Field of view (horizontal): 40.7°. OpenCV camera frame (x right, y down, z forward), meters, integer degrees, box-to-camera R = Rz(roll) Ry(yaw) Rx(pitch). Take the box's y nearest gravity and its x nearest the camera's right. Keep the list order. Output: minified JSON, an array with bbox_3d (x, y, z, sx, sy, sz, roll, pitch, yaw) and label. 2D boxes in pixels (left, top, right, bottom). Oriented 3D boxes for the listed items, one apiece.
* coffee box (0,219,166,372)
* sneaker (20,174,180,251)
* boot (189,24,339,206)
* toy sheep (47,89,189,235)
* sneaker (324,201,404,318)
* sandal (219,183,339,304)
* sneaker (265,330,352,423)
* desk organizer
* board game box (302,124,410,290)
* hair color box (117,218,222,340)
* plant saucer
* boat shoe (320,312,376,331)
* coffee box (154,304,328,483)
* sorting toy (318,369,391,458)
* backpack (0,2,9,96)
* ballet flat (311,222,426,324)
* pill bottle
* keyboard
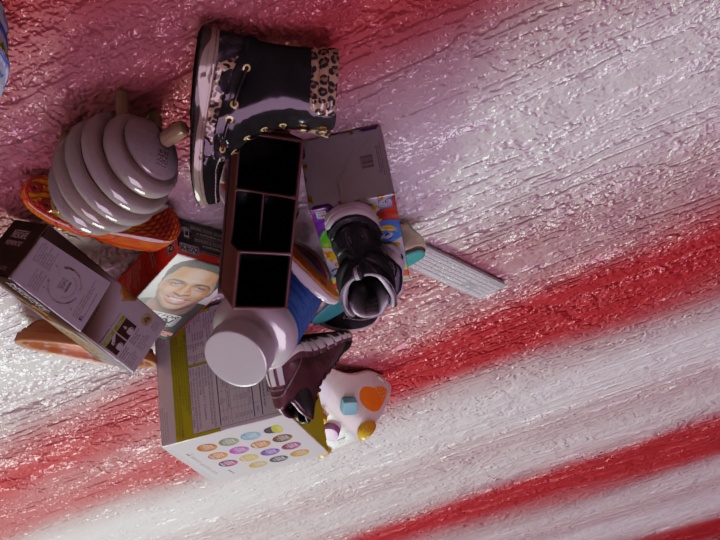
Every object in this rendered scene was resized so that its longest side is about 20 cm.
[{"bbox_3d":[-0.353,0.032,1.196,0.114,0.080,0.200,8,149,49],"label":"coffee box"},{"bbox_3d":[-0.317,-0.059,1.171,0.199,0.074,0.077,20,148,-36],"label":"sneaker"},{"bbox_3d":[-0.105,-0.156,1.026,0.149,0.073,0.201,1,121,-12],"label":"boot"},{"bbox_3d":[-0.262,-0.111,1.041,0.199,0.139,0.137,-31,143,30],"label":"toy sheep"},{"bbox_3d":[0.011,0.014,1.141,0.075,0.115,0.200,-15,148,10],"label":"sneaker"},{"bbox_3d":[-0.089,-0.047,1.203,0.207,0.079,0.059,44,97,-9],"label":"sandal"},{"bbox_3d":[-0.072,0.150,1.352,0.075,0.117,0.199,-8,-179,32],"label":"sneaker"},{"bbox_3d":[-0.115,-0.060,1.111,0.071,0.077,0.202,2,103,-20],"label":"desk organizer"},{"bbox_3d":[-0.004,-0.070,1.212,0.102,0.106,0.200,-12,148,2],"label":"board game box"},{"bbox_3d":[-0.256,0.016,1.317,0.101,0.062,0.200,16,139,-35],"label":"hair color box"},{"bbox_3d":[-0.388,0.103,1.384,0.198,0.038,0.200,8,167,2],"label":"plant saucer"},{"bbox_3d":[-0.050,0.035,1.406,0.199,0.074,0.060,18,144,-26],"label":"boat shoe"},{"bbox_3d":[-0.178,0.180,1.470,0.196,0.201,0.200,-16,150,9],"label":"coffee box"},{"bbox_3d":[-0.078,0.229,1.709,0.199,0.107,0.180,-29,125,28],"label":"sorting toy"},{"bbox_3d":[-0.413,-0.205,0.857,0.199,0.154,0.163,-1,143,-40],"label":"backpack"},{"bbox_3d":[0.000,0.000,1.347,0.199,0.070,0.069,-32,145,10],"label":"ballet flat"},{"bbox_3d":[-0.120,0.054,1.235,0.111,0.200,0.113,9,123,13],"label":"pill bottle"},{"bbox_3d":[0.142,0.005,1.468,0.056,0.011,0.199,-33,142,32],"label":"keyboard"}]
